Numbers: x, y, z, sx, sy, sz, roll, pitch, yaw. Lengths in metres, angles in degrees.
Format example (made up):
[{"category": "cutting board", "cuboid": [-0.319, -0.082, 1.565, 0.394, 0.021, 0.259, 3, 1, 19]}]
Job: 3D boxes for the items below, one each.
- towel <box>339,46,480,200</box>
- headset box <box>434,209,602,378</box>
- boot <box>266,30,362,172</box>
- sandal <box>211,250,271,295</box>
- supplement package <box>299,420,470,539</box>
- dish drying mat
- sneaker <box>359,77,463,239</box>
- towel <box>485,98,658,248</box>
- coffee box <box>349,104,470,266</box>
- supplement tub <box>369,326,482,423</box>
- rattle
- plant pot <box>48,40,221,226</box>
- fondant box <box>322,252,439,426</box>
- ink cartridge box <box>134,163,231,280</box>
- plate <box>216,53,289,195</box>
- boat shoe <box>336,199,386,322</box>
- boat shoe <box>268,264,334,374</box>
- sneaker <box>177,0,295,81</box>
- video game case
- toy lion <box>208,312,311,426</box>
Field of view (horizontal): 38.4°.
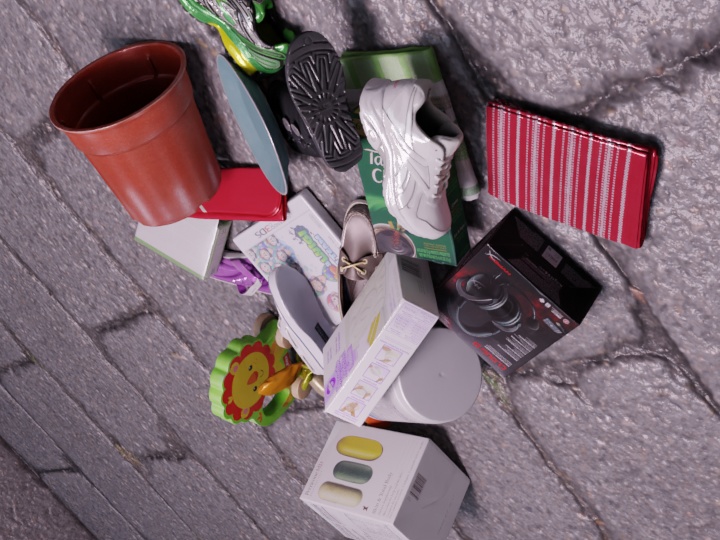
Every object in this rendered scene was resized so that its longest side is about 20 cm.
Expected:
[{"category": "towel", "cuboid": [0.060, -0.176, 1.247, 0.148, 0.031, 0.201, 5, 129, 38]}, {"category": "headset box", "cuboid": [0.183, 0.038, 1.308, 0.149, 0.077, 0.200, 42, 144, -1]}, {"category": "boot", "cuboid": [-0.069, -0.211, 1.246, 0.200, 0.065, 0.166, -135, 28, -67]}, {"category": "sandal", "cuboid": [-0.188, 0.011, 1.655, 0.202, 0.050, 0.083, 6, 133, 39]}, {"category": "supplement package", "cuboid": [0.041, 0.359, 1.691, 0.199, 0.152, 0.151, 4, 147, 41]}, {"category": "dish drying mat", "cuboid": [-0.189, -0.112, 1.510, 0.199, 0.018, 0.077, 4, 96, 35]}, {"category": "sneaker", "cuboid": [0.072, -0.121, 1.138, 0.099, 0.078, 0.201, -3, 125, 33]}, {"category": "towel", "cuboid": [0.231, -0.108, 1.155, 0.199, 0.023, 0.145, 23, 143, 27]}, {"category": "coffee box", "cuboid": [0.059, -0.105, 1.253, 0.122, 0.044, 0.201, 13, 133, 33]}, {"category": "supplement tub", "cuboid": [0.070, 0.147, 1.449, 0.132, 0.132, 0.200, 48, 159, -9]}, {"category": "rattle", "cuboid": [-0.044, 0.214, 1.666, 0.130, 0.143, 0.201, -28, 101, 34]}, {"category": "plant pot", "cuboid": [-0.296, -0.181, 1.442, 0.200, 0.201, 0.196, 13, 142, 34]}, {"category": "fondant box", "cuboid": [0.022, 0.083, 1.362, 0.058, 0.145, 0.201, 24, 116, -17]}, {"category": "ink cartridge box", "cuboid": [-0.269, -0.104, 1.614, 0.145, 0.048, 0.201, 29, 119, 17]}, {"category": "plate", "cuboid": [-0.134, -0.194, 1.351, 0.201, 0.025, 0.200, 59, 169, 19]}, {"category": "boat shoe", "cuboid": [0.000, 0.000, 1.430, 0.071, 0.060, 0.201, 13, 126, 18]}, {"category": "boat shoe", "cuboid": [-0.093, 0.082, 1.547, 0.065, 0.074, 0.201, -12, 116, 36]}, {"category": "sneaker", "cuboid": [-0.152, -0.329, 1.251, 0.200, 0.078, 0.085, 45, 139, -20]}, {"category": "video game case", "cuboid": [-0.074, -0.007, 1.530, 0.200, 0.024, 0.182, 50, 136, -12]}, {"category": "toy lion", "cuboid": [-0.170, 0.181, 1.695, 0.068, 0.192, 0.201, 17, 139, 30]}]
